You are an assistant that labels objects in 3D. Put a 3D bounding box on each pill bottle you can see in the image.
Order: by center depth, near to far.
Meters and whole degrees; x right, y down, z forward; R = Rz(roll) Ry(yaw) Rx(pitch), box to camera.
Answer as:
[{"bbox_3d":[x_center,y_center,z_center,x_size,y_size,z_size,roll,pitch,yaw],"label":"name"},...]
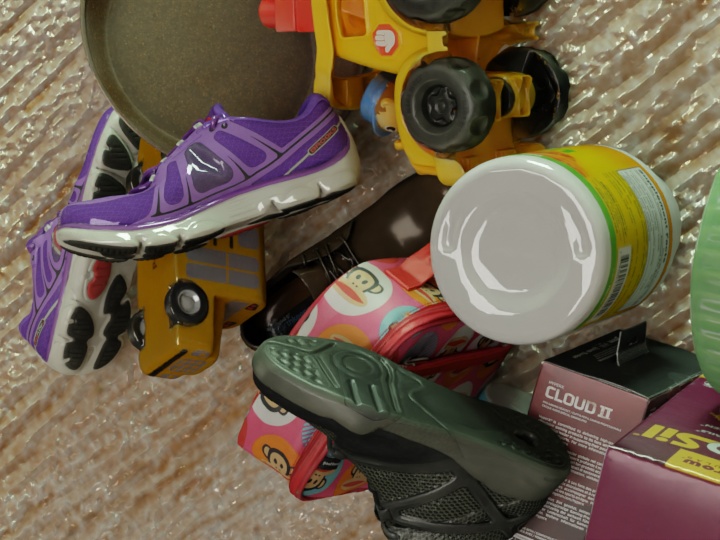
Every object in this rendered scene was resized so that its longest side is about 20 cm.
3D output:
[{"bbox_3d":[0.130,-0.020,1.431,0.111,0.200,0.111,3,97,25],"label":"pill bottle"}]

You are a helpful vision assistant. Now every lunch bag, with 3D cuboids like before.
[{"bbox_3d":[0.022,0.054,1.493,0.082,0.200,0.176,40,111,21],"label":"lunch bag"}]

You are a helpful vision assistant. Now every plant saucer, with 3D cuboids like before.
[{"bbox_3d":[-0.095,-0.155,1.552,0.201,0.200,0.037,65,154,5],"label":"plant saucer"}]

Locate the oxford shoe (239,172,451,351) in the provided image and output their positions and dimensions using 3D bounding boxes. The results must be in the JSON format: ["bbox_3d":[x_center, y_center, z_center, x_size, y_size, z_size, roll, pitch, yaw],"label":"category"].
[{"bbox_3d":[0.000,0.000,1.560,0.200,0.084,0.073,-40,77,22],"label":"oxford shoe"}]

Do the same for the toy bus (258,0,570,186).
[{"bbox_3d":[0.024,-0.154,1.507,0.192,0.136,0.200,0,98,31],"label":"toy bus"}]

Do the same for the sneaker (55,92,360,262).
[{"bbox_3d":[-0.102,-0.059,1.479,0.200,0.081,0.084,-19,87,-14],"label":"sneaker"}]

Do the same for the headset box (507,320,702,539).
[{"bbox_3d":[0.151,0.131,1.468,0.077,0.149,0.200,19,104,21],"label":"headset box"}]

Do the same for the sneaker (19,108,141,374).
[{"bbox_3d":[-0.199,-0.028,1.648,0.083,0.081,0.200,28,103,34],"label":"sneaker"}]

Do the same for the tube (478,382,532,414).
[{"bbox_3d":[0.062,0.169,1.575,0.077,0.050,0.200,38,115,24],"label":"tube"}]

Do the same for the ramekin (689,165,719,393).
[{"bbox_3d":[0.273,-0.003,1.374,0.098,0.200,0.200,12,101,31],"label":"ramekin"}]

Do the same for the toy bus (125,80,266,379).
[{"bbox_3d":[-0.110,-0.028,1.565,0.065,0.078,0.200,-34,53,52],"label":"toy bus"}]

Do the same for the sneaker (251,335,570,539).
[{"bbox_3d":[0.013,0.115,1.375,0.199,0.076,0.114,23,116,-17],"label":"sneaker"}]

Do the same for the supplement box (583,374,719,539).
[{"bbox_3d":[0.221,0.143,1.365,0.131,0.200,0.103,18,107,20],"label":"supplement box"}]
